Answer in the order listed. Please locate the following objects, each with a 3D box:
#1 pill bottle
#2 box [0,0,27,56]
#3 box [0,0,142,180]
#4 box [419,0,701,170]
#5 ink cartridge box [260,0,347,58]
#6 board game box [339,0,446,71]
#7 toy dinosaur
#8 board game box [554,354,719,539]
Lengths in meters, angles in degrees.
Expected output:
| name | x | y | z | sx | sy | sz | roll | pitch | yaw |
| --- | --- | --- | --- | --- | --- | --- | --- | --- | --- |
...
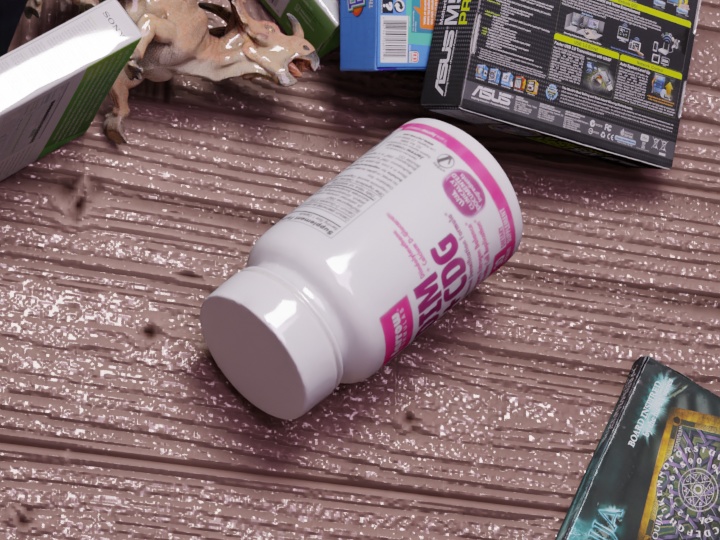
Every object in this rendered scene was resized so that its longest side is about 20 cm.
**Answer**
| name | x | y | z | sx | sy | sz | roll | pitch | yaw |
| --- | --- | --- | --- | --- | --- | --- | --- | --- | --- |
| pill bottle | 0.000 | 0.000 | 1.694 | 0.200 | 0.113 | 0.113 | -39 | 85 | -29 |
| box | -0.309 | -0.136 | 1.598 | 0.200 | 0.182 | 0.104 | -38 | 84 | -30 |
| box | -0.236 | -0.082 | 1.624 | 0.200 | 0.144 | 0.036 | -31 | 82 | -29 |
| box | 0.140 | -0.165 | 1.788 | 0.200 | 0.044 | 0.161 | 12 | 85 | -38 |
| ink cartridge box | 0.012 | -0.241 | 1.832 | 0.200 | 0.059 | 0.104 | -36 | 83 | -29 |
| board game box | 0.077 | -0.210 | 1.792 | 0.200 | 0.045 | 0.153 | -2 | 95 | -36 |
| toy dinosaur | -0.133 | -0.177 | 1.719 | 0.136 | 0.086 | 0.200 | -47 | 109 | -31 |
| board game box | 0.204 | 0.170 | 1.744 | 0.135 | 0.028 | 0.200 | 31 | 61 | -5 |
